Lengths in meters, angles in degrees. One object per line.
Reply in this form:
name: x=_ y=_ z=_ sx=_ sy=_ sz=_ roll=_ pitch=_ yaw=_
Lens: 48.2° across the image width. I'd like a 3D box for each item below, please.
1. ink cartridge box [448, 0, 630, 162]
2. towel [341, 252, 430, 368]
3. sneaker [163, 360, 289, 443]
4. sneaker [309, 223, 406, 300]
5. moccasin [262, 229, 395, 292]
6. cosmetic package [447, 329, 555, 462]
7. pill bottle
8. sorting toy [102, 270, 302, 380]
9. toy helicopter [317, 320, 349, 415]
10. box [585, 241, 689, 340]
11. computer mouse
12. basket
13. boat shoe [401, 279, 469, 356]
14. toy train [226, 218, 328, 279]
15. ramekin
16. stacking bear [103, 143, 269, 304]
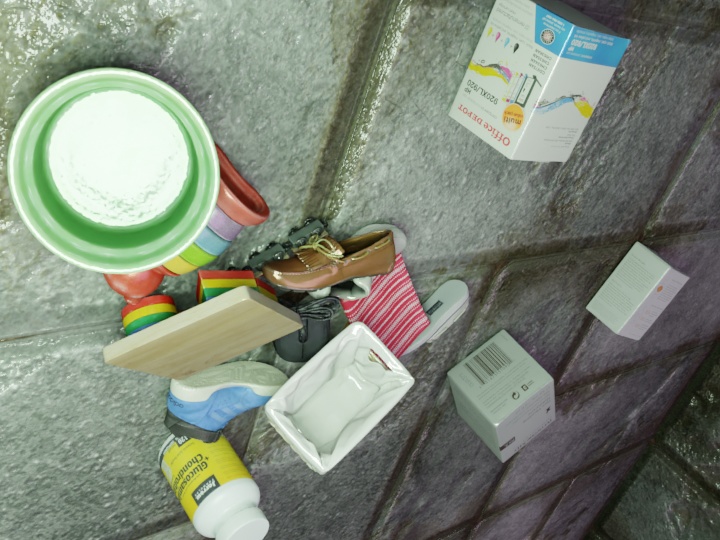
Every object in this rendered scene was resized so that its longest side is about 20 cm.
ink cartridge box: x=0.253 y=-0.278 z=1.165 sx=0.144 sy=0.147 sz=0.201 roll=-5 pitch=128 yaw=-41
towel: x=0.045 y=0.069 z=1.346 sx=0.145 sy=0.022 sz=0.201 roll=-45 pitch=133 yaw=-23
sneaker: x=-0.207 y=0.208 z=1.243 sx=0.198 sy=0.077 sz=0.112 roll=-1 pitch=120 yaw=-39
sneaker: x=0.000 y=0.000 z=1.228 sx=0.199 sy=0.099 sz=0.078 roll=-27 pitch=141 yaw=-23
moccasin: x=-0.041 y=-0.019 z=1.127 sx=0.199 sy=0.074 sz=0.079 roll=-9 pitch=117 yaw=-18
cosmetic package: x=0.310 y=0.275 z=1.750 sx=0.164 sy=0.165 sz=0.201 roll=-36 pitch=144 yaw=-10
pill bottle: x=-0.226 y=0.339 z=1.252 sx=0.111 sy=0.200 sz=0.113 roll=-26 pitch=141 yaw=-24
sorting toy: x=-0.203 y=0.064 z=1.046 sx=0.198 sy=0.070 sz=0.199 roll=-23 pitch=162 yaw=9
toy helicopter: x=-0.044 y=0.175 z=1.349 sx=0.078 sy=0.132 sz=0.202 roll=25 pitch=89 yaw=-20
box: x=0.668 y=0.052 z=1.936 sx=0.152 sy=0.106 sz=0.201 roll=16 pitch=114 yaw=-50
computer mouse: x=-0.095 y=0.100 z=1.216 sx=0.137 sy=0.053 sz=0.200 roll=-6 pitch=157 yaw=-4
basket: x=-0.036 y=0.198 z=1.228 sx=0.200 sy=0.136 sz=0.124 roll=-42 pitch=172 yaw=-19
boat shoe: x=0.123 y=0.099 z=1.479 sx=0.200 sy=0.072 sz=0.066 roll=-42 pitch=141 yaw=-18
toy train: x=-0.127 y=-0.013 z=1.145 sx=0.199 sy=0.034 sz=0.046 roll=-33 pitch=145 yaw=-16
ramekin: x=-0.247 y=-0.107 z=0.820 sx=0.198 sy=0.098 sz=0.202 roll=-5 pitch=109 yaw=-14
stacking bear: x=-0.223 y=-0.044 z=0.959 sx=0.199 sy=0.114 sz=0.122 roll=-38 pitch=108 yaw=10
